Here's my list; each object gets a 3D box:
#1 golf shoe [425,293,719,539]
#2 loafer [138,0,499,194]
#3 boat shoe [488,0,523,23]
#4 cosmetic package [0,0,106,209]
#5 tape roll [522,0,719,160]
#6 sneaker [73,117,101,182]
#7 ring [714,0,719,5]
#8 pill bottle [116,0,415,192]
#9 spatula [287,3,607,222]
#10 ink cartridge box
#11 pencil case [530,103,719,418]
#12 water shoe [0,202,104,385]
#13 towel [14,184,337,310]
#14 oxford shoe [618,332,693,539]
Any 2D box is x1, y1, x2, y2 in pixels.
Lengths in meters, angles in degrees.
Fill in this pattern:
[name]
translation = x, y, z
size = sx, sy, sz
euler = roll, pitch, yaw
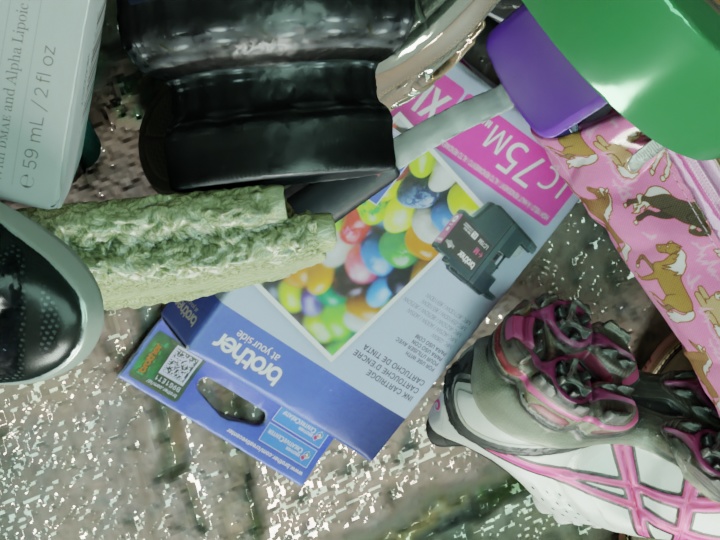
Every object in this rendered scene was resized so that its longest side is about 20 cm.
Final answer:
[golf shoe]
translation = 0.124, 0.084, 1.322
size = 0.200, 0.073, 0.092
euler = 30, 132, -19
[loafer]
translation = -0.004, -0.089, 1.176
size = 0.200, 0.072, 0.063
euler = -34, 149, 31
[boat shoe]
translation = 0.053, -0.141, 1.207
size = 0.200, 0.057, 0.069
euler = 25, 103, -34
[cosmetic package]
translation = -0.193, -0.097, 1.049
size = 0.200, 0.074, 0.102
euler = 11, 115, -1
[tape roll]
translation = 0.106, -0.140, 1.146
size = 0.048, 0.201, 0.200
euler = -33, 130, 24
[sneaker]
translation = -0.125, -0.123, 1.123
size = 0.080, 0.078, 0.200
euler = -26, 125, -24
[ring]
translation = 0.117, -0.181, 1.136
size = 0.019, 0.201, 0.200
euler = -33, 130, 24
[pill bottle]
translation = -0.039, -0.132, 1.088
size = 0.112, 0.112, 0.200
euler = -5, 90, -24
[spatula]
translation = 0.027, -0.054, 1.204
size = 0.200, 0.057, 0.021
euler = -31, 166, 7
[ink cartridge box]
translation = 0.000, 0.000, 1.270
size = 0.119, 0.042, 0.200
euler = 34, 100, -35
[pencil case]
translation = 0.153, -0.007, 1.252
size = 0.083, 0.087, 0.200
euler = -22, 110, 32
[water shoe]
translation = -0.189, 0.002, 1.014
size = 0.200, 0.079, 0.072
euler = 20, 115, -5
[towel]
translation = -0.110, -0.004, 1.129
size = 0.200, 0.148, 0.037
euler = -5, 86, -2
[oxford shoe]
translation = 0.160, 0.121, 1.390
size = 0.071, 0.074, 0.200
euler = -7, 118, -22
